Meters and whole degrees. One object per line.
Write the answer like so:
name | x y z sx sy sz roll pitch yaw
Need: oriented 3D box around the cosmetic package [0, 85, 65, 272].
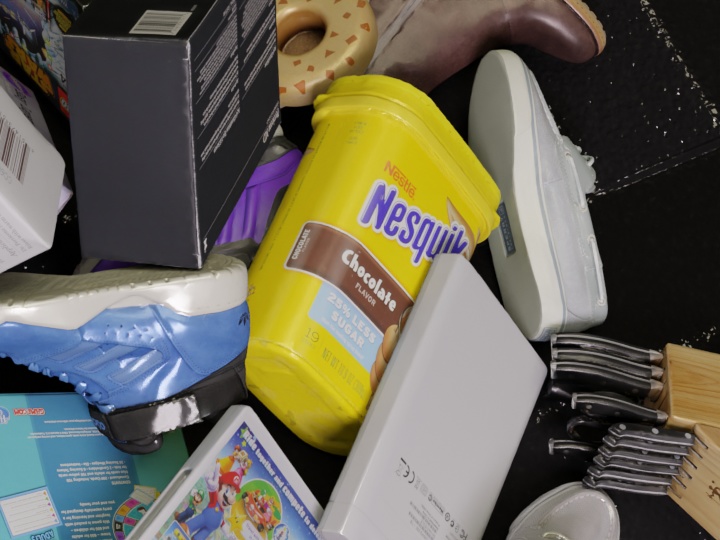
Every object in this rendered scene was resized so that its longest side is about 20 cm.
cosmetic package | -0.273 -0.031 1.042 0.200 0.113 0.081 -22 37 19

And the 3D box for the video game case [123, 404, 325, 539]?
video game case | -0.087 0.195 1.079 0.200 0.018 0.143 -51 122 -32

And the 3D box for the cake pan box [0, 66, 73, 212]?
cake pan box | -0.268 -0.113 1.152 0.184 0.200 0.052 39 98 -27

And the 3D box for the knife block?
knife block | 0.220 0.089 1.263 0.200 0.064 0.176 -24 58 -38

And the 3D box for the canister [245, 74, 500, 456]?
canister | 0.000 0.000 1.219 0.149 0.086 0.200 48 55 -40

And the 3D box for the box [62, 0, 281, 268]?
box | -0.106 -0.111 1.140 0.079 0.141 0.200 3 29 11

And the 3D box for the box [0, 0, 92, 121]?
box | -0.220 -0.193 1.235 0.040 0.137 0.200 -34 65 -24

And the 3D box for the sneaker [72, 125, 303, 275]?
sneaker | -0.096 -0.012 1.237 0.200 0.070 0.100 -39 81 -25

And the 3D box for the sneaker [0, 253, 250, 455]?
sneaker | -0.159 0.057 1.096 0.199 0.077 0.112 -7 106 -18

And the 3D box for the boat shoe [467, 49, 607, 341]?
boat shoe | 0.124 -0.052 1.307 0.071 0.070 0.201 -5 80 -26

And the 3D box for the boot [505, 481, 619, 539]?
boot | 0.116 0.191 1.164 0.074 0.096 0.200 45 54 -2

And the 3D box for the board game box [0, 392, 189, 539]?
board game box | -0.157 0.170 1.115 0.151 0.047 0.200 2 62 -42

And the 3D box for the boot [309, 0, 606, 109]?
boot | 0.056 -0.153 1.355 0.200 0.072 0.167 29 74 0

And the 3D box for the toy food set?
toy food set | -0.091 -0.189 1.306 0.197 0.049 0.200 -9 68 3

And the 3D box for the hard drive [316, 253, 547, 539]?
hard drive | 0.049 0.108 1.193 0.027 0.132 0.200 2 54 37
